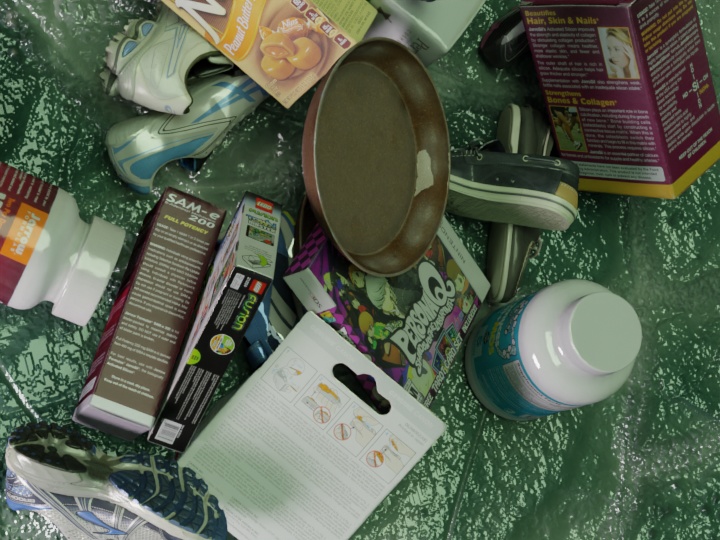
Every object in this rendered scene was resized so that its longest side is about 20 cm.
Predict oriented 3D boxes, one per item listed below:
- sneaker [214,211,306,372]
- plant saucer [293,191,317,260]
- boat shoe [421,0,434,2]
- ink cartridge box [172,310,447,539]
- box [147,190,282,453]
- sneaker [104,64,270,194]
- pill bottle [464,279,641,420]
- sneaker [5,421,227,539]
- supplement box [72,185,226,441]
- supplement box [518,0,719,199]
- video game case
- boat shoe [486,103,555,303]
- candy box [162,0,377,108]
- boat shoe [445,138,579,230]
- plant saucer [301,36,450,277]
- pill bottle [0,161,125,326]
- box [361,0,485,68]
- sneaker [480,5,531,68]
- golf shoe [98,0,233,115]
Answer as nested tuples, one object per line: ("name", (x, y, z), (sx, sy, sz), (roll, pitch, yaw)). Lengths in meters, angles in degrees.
("sneaker", (-0.087, 0.049, 1.480), (0.082, 0.074, 0.202), (-5, 75, -15))
("plant saucer", (0.000, 0.000, 1.498), (0.200, 0.036, 0.202), (25, 57, -45))
("boat shoe", (0.010, -0.306, 1.369), (0.062, 0.075, 0.201), (-25, 87, -20))
("ink cartridge box", (-0.048, 0.151, 1.433), (0.162, 0.050, 0.200), (40, 99, -7))
("box", (-0.122, 0.044, 1.385), (0.034, 0.201, 0.110), (21, 33, -12))
("sneaker", (-0.141, -0.138, 1.506), (0.199, 0.072, 0.073), (-34, 117, -25))
("pill bottle", (0.177, 0.071, 1.492), (0.110, 0.200, 0.112), (4, 77, -18))
("sneaker", (-0.209, 0.199, 1.402), (0.199, 0.086, 0.077), (23, 29, 0))
("supplement box", (-0.182, 0.039, 1.427), (0.060, 0.109, 0.201), (21, 74, -12))
("supplement box", (0.248, -0.180, 1.558), (0.103, 0.130, 0.201), (-38, 123, -35))
("video game case", (0.029, 0.010, 1.472), (0.182, 0.036, 0.200), (54, 41, -21))
("boat shoe", (0.159, -0.064, 1.586), (0.057, 0.067, 0.202), (9, 73, -12))
("candy box", (-0.097, -0.244, 1.419), (0.200, 0.115, 0.055), (39, 47, -14))
("boat shoe", (0.113, -0.087, 1.531), (0.199, 0.075, 0.063), (12, 71, 29))
("plant saucer", (0.010, -0.095, 1.404), (0.200, 0.034, 0.202), (-1, 92, -53))
("pill bottle", (-0.306, -0.034, 1.399), (0.199, 0.110, 0.110), (24, 72, -12))
("box", (0.034, -0.295, 1.520), (0.171, 0.199, 0.201), (36, 72, -9))
("sneaker", (0.216, -0.243, 1.639), (0.199, 0.080, 0.087), (-31, 100, -16))
("golf shoe", (-0.149, -0.214, 1.489), (0.097, 0.078, 0.201), (29, 59, 3))
